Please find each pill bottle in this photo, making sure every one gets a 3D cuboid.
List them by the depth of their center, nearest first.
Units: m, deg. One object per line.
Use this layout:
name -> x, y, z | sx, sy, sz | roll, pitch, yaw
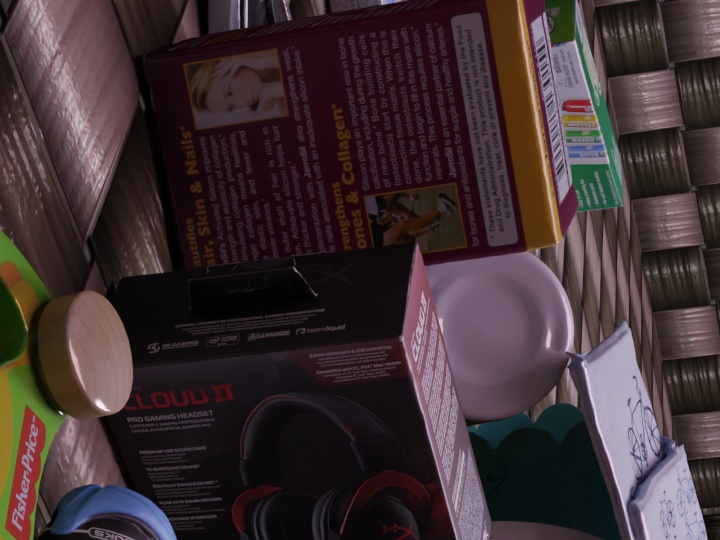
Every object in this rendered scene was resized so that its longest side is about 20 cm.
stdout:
pill bottle -> 0.065, 0.046, 1.300 | 0.200, 0.111, 0.112 | 136, -52, -81

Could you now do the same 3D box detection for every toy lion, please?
toy lion -> -0.153, 0.054, 0.652 | 0.192, 0.069, 0.200 | 57, 28, -46

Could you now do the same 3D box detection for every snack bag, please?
snack bag -> 0.183, 0.133, 1.267 | 0.189, 0.021, 0.200 | -21, 94, -72

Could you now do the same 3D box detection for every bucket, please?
bucket -> 0.112, 0.167, 1.402 | 0.207, 0.207, 0.135 | -1, 86, -77

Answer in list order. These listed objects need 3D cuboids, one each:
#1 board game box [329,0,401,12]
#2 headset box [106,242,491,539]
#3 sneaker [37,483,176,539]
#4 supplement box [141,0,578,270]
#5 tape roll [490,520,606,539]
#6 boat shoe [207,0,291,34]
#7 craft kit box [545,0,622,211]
board game box -> 0.021, -0.180, 1.519 | 0.200, 0.043, 0.199 | -24, 105, -76
headset box -> -0.030, 0.077, 0.945 | 0.075, 0.148, 0.200 | -79, 159, -52
sneaker -> -0.097, 0.186, 0.810 | 0.083, 0.071, 0.200 | -46, 128, -55
supplement box -> 0.003, -0.070, 1.046 | 0.103, 0.200, 0.131 | -49, 131, -73
tape roll -> 0.092, 0.267, 1.248 | 0.203, 0.202, 0.139 | 68, 20, -47
boat shoe -> -0.042, -0.100, 1.153 | 0.072, 0.071, 0.200 | -13, 96, -77
craft kit box -> 0.060, -0.096, 1.311 | 0.200, 0.197, 0.049 | 61, 28, -56
